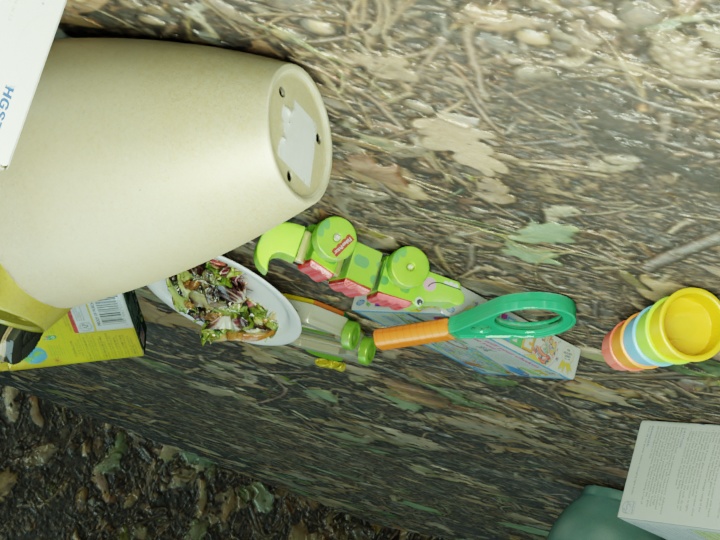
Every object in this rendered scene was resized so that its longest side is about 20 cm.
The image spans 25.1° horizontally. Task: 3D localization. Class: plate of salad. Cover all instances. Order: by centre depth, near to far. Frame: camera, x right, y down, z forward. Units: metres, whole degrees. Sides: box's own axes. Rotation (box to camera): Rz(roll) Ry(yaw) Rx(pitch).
[{"bbox_3d":[-0.158,0.035,1.747,0.199,0.048,0.200,21,155,10],"label":"plate of salad"}]

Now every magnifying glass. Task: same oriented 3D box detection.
[{"bbox_3d":[0.105,0.050,1.502,0.198,0.023,0.080,-12,155,26],"label":"magnifying glass"}]

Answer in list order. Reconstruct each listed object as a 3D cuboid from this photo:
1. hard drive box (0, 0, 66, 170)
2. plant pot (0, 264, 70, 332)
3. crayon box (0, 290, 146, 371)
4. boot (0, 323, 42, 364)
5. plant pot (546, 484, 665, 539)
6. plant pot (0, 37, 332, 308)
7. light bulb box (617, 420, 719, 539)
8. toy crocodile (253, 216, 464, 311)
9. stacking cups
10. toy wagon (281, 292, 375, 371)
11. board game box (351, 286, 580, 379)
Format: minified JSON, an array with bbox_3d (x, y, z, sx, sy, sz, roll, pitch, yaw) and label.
[{"bbox_3d":[-0.264,-0.166,0.892,0.076,0.157,0.200,5,162,41],"label":"hard drive box"},{"bbox_3d":[-0.336,-0.022,1.597,0.198,0.143,0.200,15,167,4],"label":"plant pot"},{"bbox_3d":[-0.361,0.054,1.897,0.198,0.051,0.128,-6,138,3],"label":"crayon box"},{"bbox_3d":[-0.390,0.009,1.720,0.137,0.201,0.078,20,125,-2],"label":"boot"},{"bbox_3d":[0.389,0.412,2.504,0.199,0.135,0.200,16,166,4],"label":"plant pot"},{"bbox_3d":[-0.126,-0.077,1.092,0.198,0.189,0.187,-6,158,25],"label":"plant pot"},{"bbox_3d":[0.440,0.263,1.849,0.197,0.126,0.199,26,163,-34],"label":"light bulb box"},{"bbox_3d":[0.000,0.000,1.451,0.199,0.062,0.067,21,166,-19],"label":"toy crocodile"},{"bbox_3d":[0.255,0.054,1.397,0.060,0.061,0.200,18,172,-5],"label":"stacking cups"},{"bbox_3d":[-0.059,0.072,1.871,0.154,0.040,0.200,12,167,20],"label":"toy wagon"},{"bbox_3d":[0.107,0.060,1.625,0.199,0.035,0.134,27,163,-38],"label":"board game box"}]
